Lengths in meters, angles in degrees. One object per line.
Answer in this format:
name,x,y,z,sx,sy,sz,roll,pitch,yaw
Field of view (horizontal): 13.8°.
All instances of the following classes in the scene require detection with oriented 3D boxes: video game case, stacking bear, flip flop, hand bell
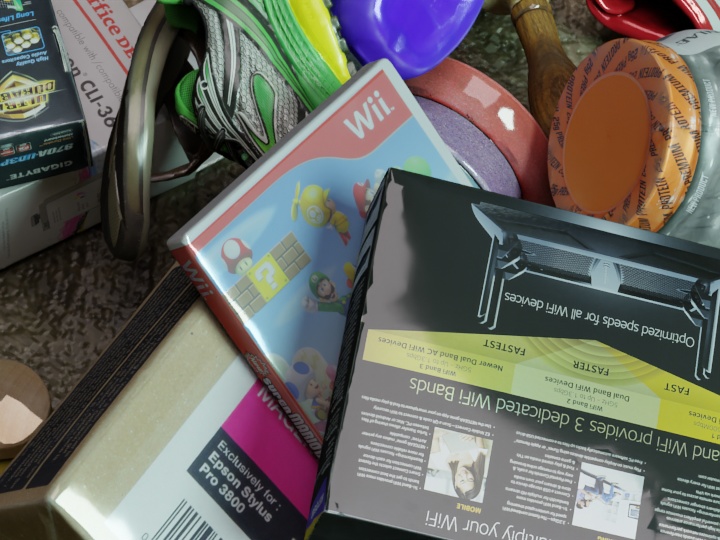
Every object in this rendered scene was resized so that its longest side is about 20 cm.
video game case,0.019,0.027,1.293,0.143,0.017,0.200,-43,105,-33
stacking bear,0.000,0.000,1.438,0.121,0.114,0.200,32,64,15
flip flop,-0.082,-0.093,1.430,0.057,0.081,0.200,18,54,-3
hand bell,0.088,-0.126,1.513,0.104,0.104,0.200,-7,51,-10

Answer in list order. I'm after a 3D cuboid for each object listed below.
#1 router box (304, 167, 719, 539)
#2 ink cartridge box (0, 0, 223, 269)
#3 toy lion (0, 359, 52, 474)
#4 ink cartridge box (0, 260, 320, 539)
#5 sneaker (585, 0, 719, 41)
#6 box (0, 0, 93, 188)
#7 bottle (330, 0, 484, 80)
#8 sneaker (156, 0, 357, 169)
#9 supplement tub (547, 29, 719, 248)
router box,0.089,0.058,1.238,0.199,0.052,0.158,14,66,-5
ink cartridge box,-0.160,-0.082,1.495,0.200,0.068,0.117,-27,63,-21
toy lion,-0.153,0.153,1.351,0.200,0.069,0.192,23,64,9
ink cartridge box,-0.042,0.113,1.289,0.200,0.075,0.165,48,59,-17
sneaker,0.158,-0.197,1.582,0.115,0.078,0.200,-12,56,-33
box,-0.244,-0.102,1.434,0.199,0.046,0.159,-15,60,-9
bottle,-0.023,-0.139,1.488,0.200,0.065,0.084,8,56,54
sneaker,-0.035,-0.061,1.365,0.085,0.078,0.200,-21,71,-1
supplement tub,0.197,-0.047,1.433,0.200,0.123,0.123,11,51,-33
